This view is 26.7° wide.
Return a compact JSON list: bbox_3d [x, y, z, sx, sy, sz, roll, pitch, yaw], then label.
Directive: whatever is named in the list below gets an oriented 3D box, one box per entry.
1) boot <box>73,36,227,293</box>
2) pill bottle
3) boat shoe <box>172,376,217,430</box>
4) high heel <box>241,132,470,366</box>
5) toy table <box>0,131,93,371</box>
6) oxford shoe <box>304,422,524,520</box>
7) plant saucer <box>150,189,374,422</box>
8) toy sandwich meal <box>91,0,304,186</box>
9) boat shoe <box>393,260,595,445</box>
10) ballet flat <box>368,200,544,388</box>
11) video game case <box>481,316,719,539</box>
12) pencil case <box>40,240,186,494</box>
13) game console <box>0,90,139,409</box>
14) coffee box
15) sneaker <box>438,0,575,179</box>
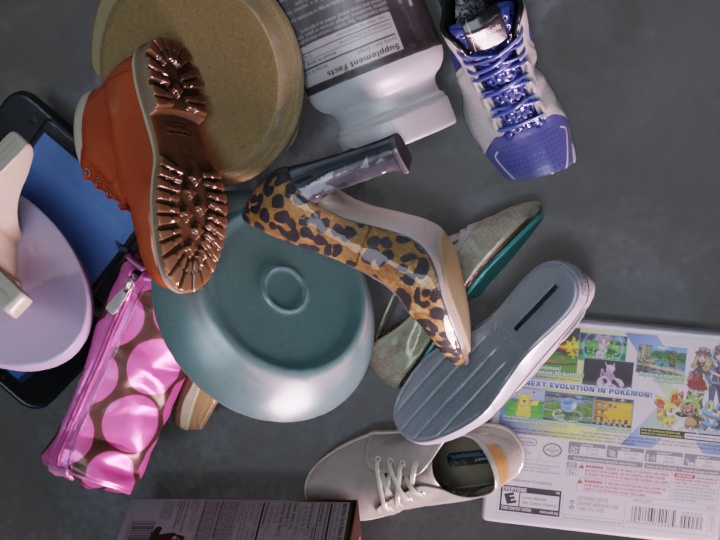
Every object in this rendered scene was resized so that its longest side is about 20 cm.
[{"bbox_3d":[-0.167,-0.068,1.172,0.107,0.075,0.200,-22,68,32],"label":"boot"},{"bbox_3d":[-0.003,-0.193,1.201,0.116,0.116,0.200,-21,96,11],"label":"pill bottle"},{"bbox_3d":[-0.095,0.051,1.281,0.076,0.072,0.200,21,102,-10],"label":"boat shoe"},{"bbox_3d":[0.000,0.000,1.195,0.142,0.071,0.200,-17,107,19],"label":"high heel"},{"bbox_3d":[-0.304,-0.015,1.173,0.200,0.117,0.184,28,79,15],"label":"toy table"},{"bbox_3d":[0.039,0.171,1.275,0.200,0.058,0.075,-13,98,22],"label":"oxford shoe"},{"bbox_3d":[-0.067,0.020,1.204,0.200,0.200,0.036,50,141,-2],"label":"plant saucer"},{"bbox_3d":[-0.128,-0.164,1.226,0.205,0.070,0.205,7,108,22],"label":"toy sandwich meal"},{"bbox_3d":[0.116,0.073,1.229,0.200,0.067,0.074,-41,66,19],"label":"boat shoe"},{"bbox_3d":[0.070,0.010,1.250,0.062,0.067,0.200,40,102,10],"label":"ballet flat"},{"bbox_3d":[0.208,0.132,1.271,0.200,0.022,0.182,5,100,8],"label":"video game case"},{"bbox_3d":[-0.191,0.083,1.228,0.091,0.094,0.200,22,94,19],"label":"pencil case"},{"bbox_3d":[-0.275,-0.019,1.263,0.200,0.118,0.171,40,113,0],"label":"game console"},{"bbox_3d":[-0.099,0.262,1.289,0.200,0.080,0.114,0,123,8],"label":"coffee box"},{"bbox_3d":[0.103,-0.163,1.190,0.081,0.115,0.200,-19,96,11],"label":"sneaker"}]
